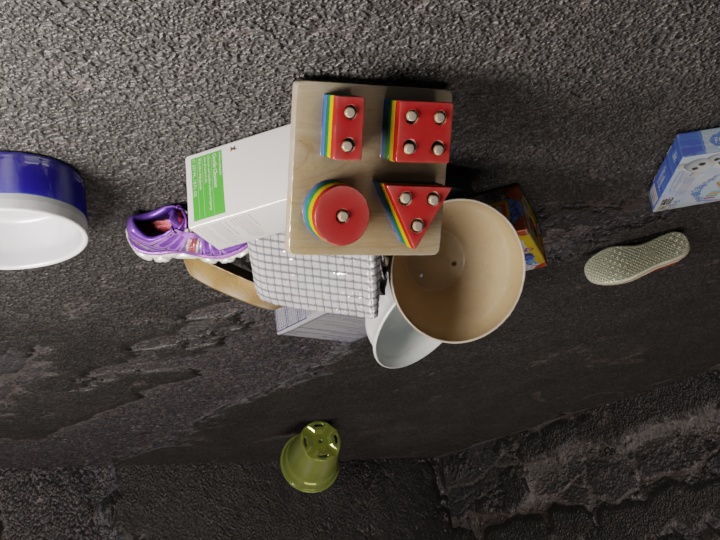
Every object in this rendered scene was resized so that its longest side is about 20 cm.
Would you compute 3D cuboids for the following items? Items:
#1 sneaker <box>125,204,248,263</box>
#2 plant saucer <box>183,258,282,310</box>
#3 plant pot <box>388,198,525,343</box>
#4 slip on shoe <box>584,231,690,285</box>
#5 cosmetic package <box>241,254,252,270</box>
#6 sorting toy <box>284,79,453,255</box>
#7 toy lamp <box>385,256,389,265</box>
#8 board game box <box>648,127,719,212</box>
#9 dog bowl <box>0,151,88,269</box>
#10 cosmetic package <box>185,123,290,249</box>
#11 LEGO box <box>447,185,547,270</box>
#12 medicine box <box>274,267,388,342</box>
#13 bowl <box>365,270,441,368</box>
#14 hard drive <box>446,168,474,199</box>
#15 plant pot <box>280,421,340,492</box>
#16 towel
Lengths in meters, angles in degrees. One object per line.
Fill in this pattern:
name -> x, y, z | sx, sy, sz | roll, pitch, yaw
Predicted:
sneaker -> -0.238, -0.057, 1.381 | 0.196, 0.082, 0.084 | -7, 155, -2
plant saucer -> -0.193, 0.018, 1.497 | 0.197, 0.036, 0.200 | 24, -179, 0
plant pot -> 0.125, -0.007, 1.411 | 0.196, 0.204, 0.134 | -5, -172, -10
slip on shoe -> 0.521, -0.018, 1.818 | 0.197, 0.075, 0.061 | -19, 162, 15
cosmetic package -> -0.084, -0.043, 1.517 | 0.196, 0.052, 0.083 | -11, 166, 8
sorting toy -> 0.019, -0.113, 1.130 | 0.197, 0.203, 0.069 | -1, -168, -22
toy lamp -> 0.000, 0.000, 1.573 | 0.198, 0.059, 0.058 | -18, 169, -35
board game box -> 0.557, -0.160, 1.468 | 0.195, 0.044, 0.200 | -8, 160, 1
dog bowl -> -0.452, -0.073, 1.240 | 0.196, 0.080, 0.201 | -8, 161, -3
cosmetic package -> -0.116, -0.110, 1.231 | 0.197, 0.109, 0.085 | -16, 156, 17
LEGO box -> 0.212, -0.053, 1.572 | 0.147, 0.079, 0.200 | -14, 160, 17
medicine box -> -0.027, 0.047, 1.716 | 0.180, 0.105, 0.199 | 11, 154, -43
bowl -> 0.077, 0.055, 1.585 | 0.199, 0.090, 0.203 | -28, 143, -24
hard drive -> 0.050, -0.113, 1.392 | 0.197, 0.043, 0.135 | 4, 157, -31
plant pot -> -0.144, 0.573, 3.050 | 0.197, 0.203, 0.185 | -2, 149, -17
towel -> -0.057, -0.034, 1.343 | 0.196, 0.086, 0.168 | 6, 123, 16
